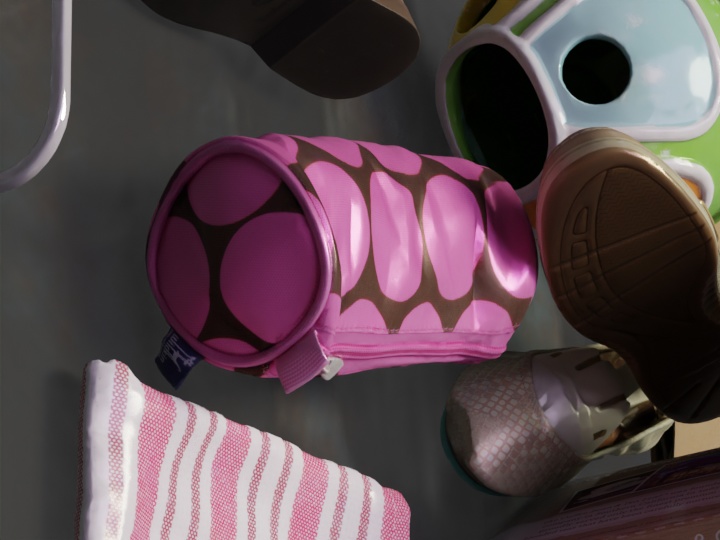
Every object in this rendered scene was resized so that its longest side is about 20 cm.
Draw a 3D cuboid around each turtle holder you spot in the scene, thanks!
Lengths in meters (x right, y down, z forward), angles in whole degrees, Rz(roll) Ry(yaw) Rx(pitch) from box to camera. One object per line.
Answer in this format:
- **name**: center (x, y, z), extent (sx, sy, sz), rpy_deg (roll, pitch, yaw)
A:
- **turtle holder**: center (0.102, -0.098, 1.194), extent (0.131, 0.141, 0.187), rpy_deg (-15, 103, -41)

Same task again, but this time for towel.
- **towel**: center (-0.036, 0.124, 0.953), extent (0.200, 0.030, 0.147), rpy_deg (30, 51, -53)

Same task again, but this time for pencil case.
- **pencil case**: center (0.000, 0.000, 1.020), extent (0.094, 0.091, 0.200), rpy_deg (49, 23, 19)

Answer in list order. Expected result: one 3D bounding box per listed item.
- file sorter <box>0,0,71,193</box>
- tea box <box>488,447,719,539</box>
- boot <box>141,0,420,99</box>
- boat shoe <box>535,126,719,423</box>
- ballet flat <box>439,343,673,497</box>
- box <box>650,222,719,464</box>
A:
- **file sorter**: center (-0.183, -0.102, 0.698), extent (0.200, 0.124, 0.139), rpy_deg (31, 50, -52)
- **tea box**: center (0.171, 0.178, 1.120), extent (0.134, 0.199, 0.198), rpy_deg (-27, 99, -62)
- **boot**: center (-0.050, -0.138, 1.031), extent (0.200, 0.073, 0.076), rpy_deg (36, 28, -55)
- **boat shoe**: center (0.119, -0.007, 1.125), extent (0.200, 0.072, 0.065), rpy_deg (49, 20, -51)
- **ballet flat**: center (0.100, 0.054, 1.192), extent (0.068, 0.062, 0.200), rpy_deg (60, 26, 9)
- **box**: center (0.215, 0.001, 1.354), extent (0.200, 0.021, 0.164), rpy_deg (-20, 114, -42)
